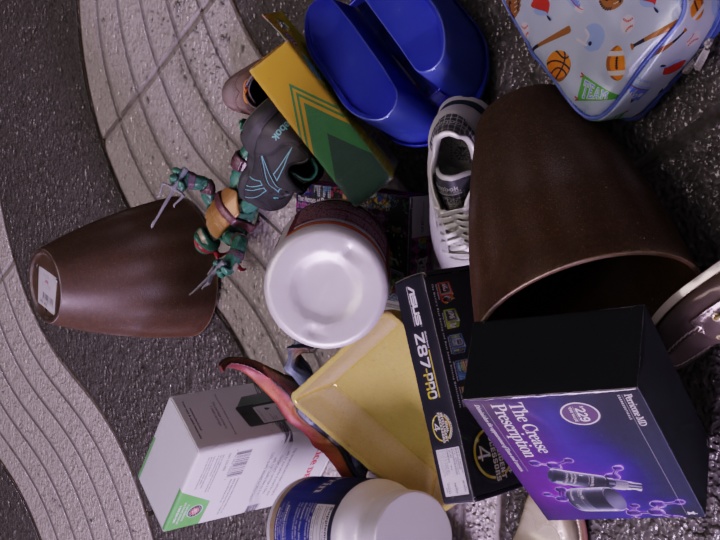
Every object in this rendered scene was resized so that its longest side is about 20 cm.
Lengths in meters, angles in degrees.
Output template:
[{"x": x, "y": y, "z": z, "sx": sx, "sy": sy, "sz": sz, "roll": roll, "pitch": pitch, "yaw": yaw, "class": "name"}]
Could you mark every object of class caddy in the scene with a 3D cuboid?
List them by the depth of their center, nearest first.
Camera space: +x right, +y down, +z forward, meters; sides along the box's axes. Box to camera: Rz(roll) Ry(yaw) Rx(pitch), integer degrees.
[{"x": 0.039, "y": -0.216, "z": 1.222, "sx": 0.141, "sy": 0.105, "sz": 0.201, "roll": -43, "pitch": 61, "yaw": 19, "class": "caddy"}]

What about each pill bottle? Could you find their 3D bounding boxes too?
[{"x": -0.027, "y": -0.005, "z": 1.203, "sx": 0.200, "sy": 0.113, "sz": 0.115, "roll": -80, "pitch": -7, "yaw": -77, "class": "pill bottle"}, {"x": -0.002, "y": 0.271, "z": 1.286, "sx": 0.199, "sy": 0.115, "sz": 0.117, "roll": -11, "pitch": 88, "yaw": 55, "class": "pill bottle"}]

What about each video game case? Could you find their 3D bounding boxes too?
[{"x": 0.000, "y": 0.000, "z": 1.359, "sx": 0.199, "sy": 0.036, "sz": 0.183, "roll": 11, "pitch": 105, "yaw": 50, "class": "video game case"}]

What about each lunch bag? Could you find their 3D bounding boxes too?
[{"x": 0.207, "y": -0.229, "z": 1.030, "sx": 0.161, "sy": 0.075, "sz": 0.201, "roll": -54, "pitch": 55, "yaw": 39, "class": "lunch bag"}]

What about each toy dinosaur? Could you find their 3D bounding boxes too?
[{"x": -0.049, "y": 0.159, "z": 1.366, "sx": 0.105, "sy": 0.198, "sz": 0.183, "roll": -140, "pitch": 42, "yaw": -74, "class": "toy dinosaur"}]

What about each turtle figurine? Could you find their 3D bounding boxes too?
[{"x": -0.165, "y": -0.075, "z": 1.505, "sx": 0.150, "sy": 0.100, "sz": 0.200, "roll": 48, "pitch": 117, "yaw": 16, "class": "turtle figurine"}]

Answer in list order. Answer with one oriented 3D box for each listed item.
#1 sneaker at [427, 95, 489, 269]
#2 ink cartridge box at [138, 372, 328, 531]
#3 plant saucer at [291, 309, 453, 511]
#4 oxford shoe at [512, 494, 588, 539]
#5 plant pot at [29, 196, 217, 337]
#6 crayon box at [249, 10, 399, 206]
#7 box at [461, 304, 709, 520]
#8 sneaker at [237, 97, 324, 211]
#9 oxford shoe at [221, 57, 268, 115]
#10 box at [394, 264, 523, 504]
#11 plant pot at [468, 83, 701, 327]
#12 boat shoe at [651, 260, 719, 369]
[{"x": 0.091, "y": -0.057, "z": 1.166, "sx": 0.076, "sy": 0.081, "sz": 0.202, "roll": -3, "pitch": 116, "yaw": 15, "class": "sneaker"}, {"x": -0.135, "y": 0.206, "z": 1.439, "sx": 0.084, "sy": 0.199, "sz": 0.147, "roll": 55, "pitch": 134, "yaw": 33, "class": "ink cartridge box"}, {"x": 0.057, "y": 0.136, "z": 1.249, "sx": 0.200, "sy": 0.049, "sz": 0.200, "roll": 41, "pitch": 135, "yaw": -5, "class": "plant saucer"}, {"x": 0.163, "y": 0.288, "z": 1.177, "sx": 0.071, "sy": 0.073, "sz": 0.202, "roll": 21, "pitch": 113, "yaw": 48, "class": "oxford shoe"}, {"x": -0.317, "y": 0.008, "z": 1.624, "sx": 0.186, "sy": 0.199, "sz": 0.189, "roll": 14, "pitch": 108, "yaw": 49, "class": "plant pot"}, {"x": -0.043, "y": -0.164, "z": 1.251, "sx": 0.051, "sy": 0.127, "sz": 0.201, "roll": -36, "pitch": 96, "yaw": 11, "class": "crayon box"}, {"x": 0.184, "y": 0.119, "z": 0.993, "sx": 0.140, "sy": 0.200, "sz": 0.079, "roll": -10, "pitch": 49, "yaw": 26, "class": "box"}, {"x": -0.084, "y": -0.104, "z": 1.331, "sx": 0.079, "sy": 0.075, "sz": 0.200, "roll": 39, "pitch": 163, "yaw": 12, "class": "sneaker"}, {"x": -0.111, "y": -0.212, "z": 1.430, "sx": 0.199, "sy": 0.072, "sz": 0.072, "roll": -1, "pitch": 97, "yaw": 52, "class": "oxford shoe"}, {"x": 0.123, "y": 0.094, "z": 1.123, "sx": 0.049, "sy": 0.160, "sz": 0.202, "roll": -20, "pitch": 79, "yaw": 50, "class": "box"}, {"x": 0.166, "y": -0.050, "z": 1.052, "sx": 0.187, "sy": 0.186, "sz": 0.202, "roll": -46, "pitch": 46, "yaw": 45, "class": "plant pot"}, {"x": 0.296, "y": 0.022, "z": 0.968, "sx": 0.200, "sy": 0.071, "sz": 0.060, "roll": -50, "pitch": 56, "yaw": 37, "class": "boat shoe"}]
